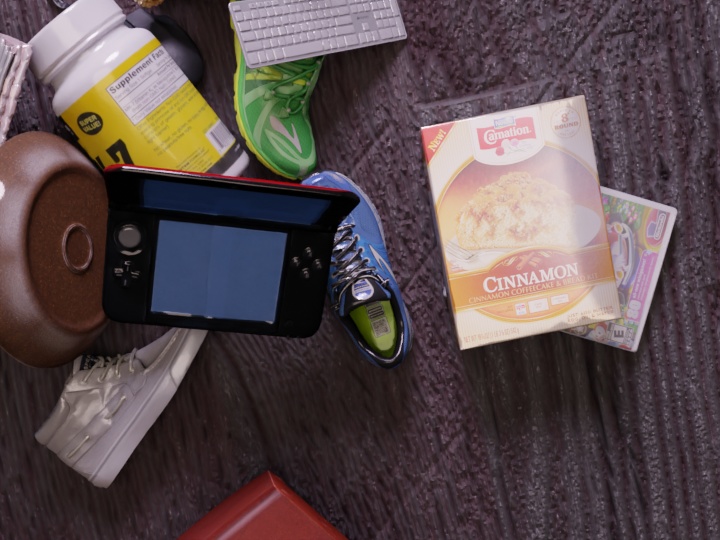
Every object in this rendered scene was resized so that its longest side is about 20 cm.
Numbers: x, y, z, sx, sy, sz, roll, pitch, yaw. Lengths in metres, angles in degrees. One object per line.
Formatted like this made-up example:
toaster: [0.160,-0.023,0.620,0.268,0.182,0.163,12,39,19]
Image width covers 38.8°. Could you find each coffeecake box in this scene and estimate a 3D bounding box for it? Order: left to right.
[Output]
coffeecake box: [0.144,-0.045,0.942,0.150,0.073,0.204,-11,94,2]

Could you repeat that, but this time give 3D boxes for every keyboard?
keyboard: [-0.033,-0.222,0.914,0.198,0.011,0.057,-22,90,-41]

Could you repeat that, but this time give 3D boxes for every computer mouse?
computer mouse: [-0.231,-0.240,0.963,0.199,0.034,0.059,37,94,-2]

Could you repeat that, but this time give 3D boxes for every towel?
towel: [-0.358,-0.117,0.907,0.032,0.190,0.203,16,95,-37]

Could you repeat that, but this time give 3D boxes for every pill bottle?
pill bottle: [-0.201,-0.141,0.914,0.114,0.114,0.201,-38,104,2]

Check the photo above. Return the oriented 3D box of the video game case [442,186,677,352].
video game case: [0.193,-0.017,0.990,0.196,0.018,0.146,16,94,-1]

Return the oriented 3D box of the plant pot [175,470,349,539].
plant pot: [-0.086,0.301,0.933,0.200,0.200,0.177,42,82,-3]

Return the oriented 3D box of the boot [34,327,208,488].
boot: [-0.227,0.103,0.967,0.095,0.074,0.201,34,94,-10]

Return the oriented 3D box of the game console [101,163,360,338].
game console: [-0.113,-0.009,0.841,0.196,0.119,0.176,6,111,-11]

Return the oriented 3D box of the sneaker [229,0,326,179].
sneaker: [-0.072,-0.184,0.936,0.073,0.083,0.204,-14,96,-43]

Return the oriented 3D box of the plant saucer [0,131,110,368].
plant saucer: [-0.255,-0.018,0.876,0.036,0.200,0.205,-2,95,23]

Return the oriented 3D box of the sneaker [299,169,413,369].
sneaker: [0.000,0.000,0.950,0.078,0.089,0.203,-26,97,0]

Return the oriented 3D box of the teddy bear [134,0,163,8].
teddy bear: [-0.116,-0.289,0.913,0.197,0.146,0.067,-27,115,5]
